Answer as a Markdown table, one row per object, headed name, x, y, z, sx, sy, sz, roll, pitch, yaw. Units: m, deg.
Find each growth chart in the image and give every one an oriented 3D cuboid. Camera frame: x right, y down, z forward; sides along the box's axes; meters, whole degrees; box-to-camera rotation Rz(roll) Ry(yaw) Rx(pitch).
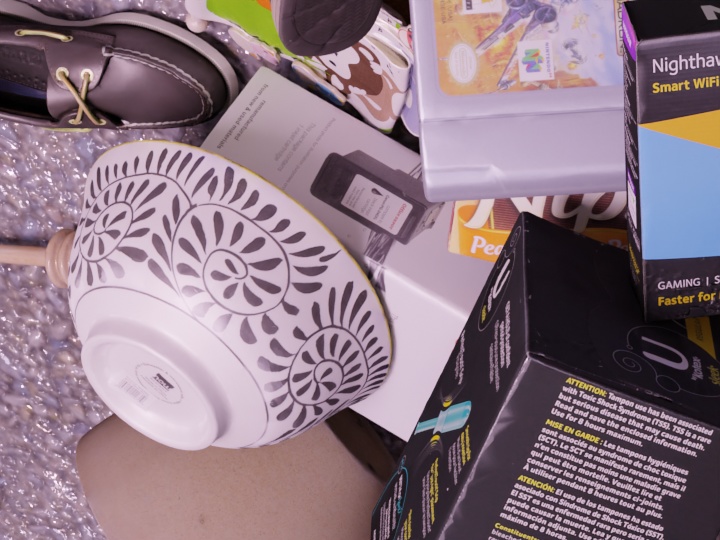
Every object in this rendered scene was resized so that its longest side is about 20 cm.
| name | x | y | z | sx | sy | sz | roll | pitch | yaw |
| --- | --- | --- | --- | --- | --- | --- | --- | --- | --- |
| growth chart | -0.019 | -0.123 | 1.395 | 0.199 | 0.018 | 0.145 | 29 | 159 | 19 |

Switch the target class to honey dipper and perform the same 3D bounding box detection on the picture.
| name | x | y | z | sx | sy | sz | roll | pitch | yaw |
| --- | --- | --- | --- | --- | --- | --- | --- | --- | --- |
| honey dipper | -0.229 | -0.010 | 1.659 | 0.199 | 0.038 | 0.038 | 3 | 127 | 34 |

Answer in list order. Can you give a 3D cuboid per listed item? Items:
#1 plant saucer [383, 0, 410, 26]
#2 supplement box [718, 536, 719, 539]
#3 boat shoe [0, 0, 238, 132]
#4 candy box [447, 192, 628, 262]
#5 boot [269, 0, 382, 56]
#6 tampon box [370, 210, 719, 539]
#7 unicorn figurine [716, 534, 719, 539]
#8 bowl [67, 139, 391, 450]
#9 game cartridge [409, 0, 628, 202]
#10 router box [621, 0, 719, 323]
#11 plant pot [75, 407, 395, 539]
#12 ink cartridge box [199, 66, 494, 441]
| name | x | y | z | sx | sy | sz | roll | pitch | yaw |
| --- | --- | --- | --- | --- | --- | --- | --- | --- | --- |
| plant saucer | 0.046 | -0.169 | 1.345 | 0.199 | 0.035 | 0.201 | 18 | 133 | 20 |
| supplement box | 0.250 | 0.090 | 1.309 | 0.073 | 0.200 | 0.126 | 28 | 137 | 14 |
| boat shoe | -0.167 | -0.110 | 1.514 | 0.200 | 0.061 | 0.072 | 11 | 131 | 25 |
| candy box | 0.150 | -0.044 | 1.342 | 0.199 | 0.055 | 0.116 | 14 | 134 | 8 |
| boot | -0.027 | -0.224 | 1.270 | 0.151 | 0.073 | 0.201 | -119 | 28 | -42 |
| tampon box | 0.098 | 0.104 | 1.295 | 0.126 | 0.150 | 0.201 | 20 | 117 | -9 |
| unicorn figurine | 0.198 | 0.141 | 1.376 | 0.199 | 0.138 | 0.074 | -9 | 141 | -16 |
| bowl | -0.091 | 0.034 | 1.429 | 0.200 | 0.094 | 0.201 | 25 | 145 | 18 |
| game cartridge | 0.089 | -0.136 | 1.268 | 0.132 | 0.042 | 0.202 | -3 | 98 | 15 |
| router box | 0.223 | -0.061 | 1.230 | 0.199 | 0.051 | 0.150 | -7 | 119 | -2 |
| plant pot | -0.055 | 0.135 | 1.578 | 0.134 | 0.200 | 0.200 | -41 | 100 | 10 |
| ink cartridge box | 0.000 | 0.000 | 1.467 | 0.199 | 0.084 | 0.146 | 30 | 147 | 7 |
